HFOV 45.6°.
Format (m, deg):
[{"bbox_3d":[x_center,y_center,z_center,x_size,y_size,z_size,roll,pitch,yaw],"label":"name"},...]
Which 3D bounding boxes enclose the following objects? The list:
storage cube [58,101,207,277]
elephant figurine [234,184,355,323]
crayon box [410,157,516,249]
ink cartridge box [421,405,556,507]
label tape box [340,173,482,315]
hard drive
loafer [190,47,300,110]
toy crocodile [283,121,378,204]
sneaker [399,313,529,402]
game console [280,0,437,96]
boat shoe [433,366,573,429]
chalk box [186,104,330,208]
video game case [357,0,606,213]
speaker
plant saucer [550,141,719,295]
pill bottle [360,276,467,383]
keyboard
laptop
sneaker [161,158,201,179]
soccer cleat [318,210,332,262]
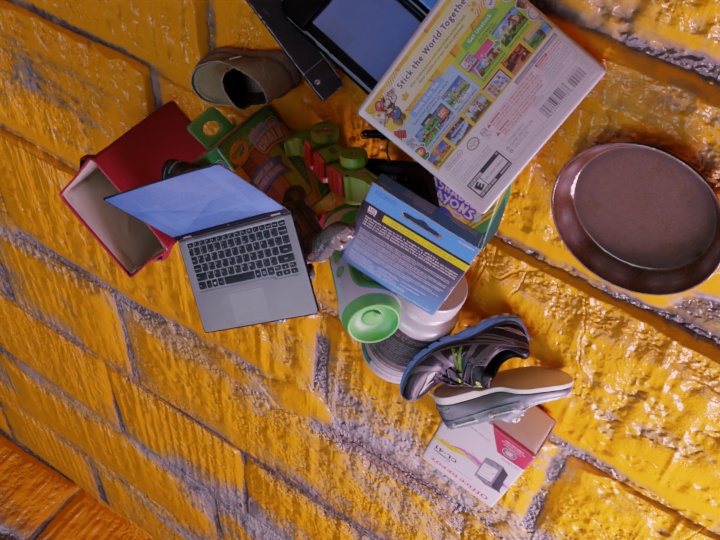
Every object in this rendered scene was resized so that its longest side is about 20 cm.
[{"bbox_3d":[-0.337,-0.129,1.367,0.201,0.180,0.170,51,143,-11],"label":"storage cube"},{"bbox_3d":[-0.097,-0.043,1.099,0.153,0.143,0.201,18,132,-7],"label":"elephant figurine"},{"bbox_3d":[0.127,-0.131,1.039,0.125,0.052,0.201,31,142,16],"label":"crayon box"},{"bbox_3d":[0.196,0.263,1.339,0.147,0.086,0.201,34,142,12],"label":"ink cartridge box"},{"bbox_3d":[0.065,-0.041,1.016,0.143,0.064,0.200,31,153,2],"label":"label tape box"},{"bbox_3d":[-0.094,-0.295,1.030,0.201,0.038,0.140,51,-176,-11],"label":"hard drive"},{"bbox_3d":[-0.172,-0.262,1.175,0.198,0.068,0.077,3,128,41],"label":"loafer"},{"bbox_3d":[-0.036,-0.139,1.138,0.200,0.061,0.068,45,148,42],"label":"toy crocodile"},{"bbox_3d":[0.142,0.131,1.180,0.084,0.198,0.071,67,-171,25],"label":"sneaker"},{"bbox_3d":[0.037,-0.294,0.913,0.200,0.176,0.116,42,172,1],"label":"game console"},{"bbox_3d":[0.204,0.183,1.213,0.197,0.073,0.063,-10,106,12],"label":"boat shoe"},{"bbox_3d":[-0.163,-0.146,1.234,0.201,0.125,0.123,52,143,-14],"label":"chalk box"},{"bbox_3d":[0.125,-0.190,0.906,0.181,0.023,0.201,37,113,-7],"label":"video game case"},{"bbox_3d":[0.000,0.000,1.167,0.087,0.202,0.089,-7,135,-7],"label":"speaker"},{"bbox_3d":[0.310,-0.061,0.953,0.198,0.035,0.202,25,140,24],"label":"plant saucer"},{"bbox_3d":[0.077,0.070,1.234,0.113,0.113,0.201,36,144,8],"label":"pill bottle"},{"bbox_3d":[0.035,-0.126,1.096,0.199,0.020,0.129,17,123,60],"label":"keyboard"},{"bbox_3d":[-0.175,-0.017,1.017,0.185,0.116,0.203,-11,99,32],"label":"laptop"},{"bbox_3d":[-0.233,-0.071,1.228,0.079,0.075,0.202,28,138,42],"label":"sneaker"},{"bbox_3d":[-0.100,-0.055,1.331,0.198,0.066,0.078,5,99,47],"label":"soccer cleat"}]
